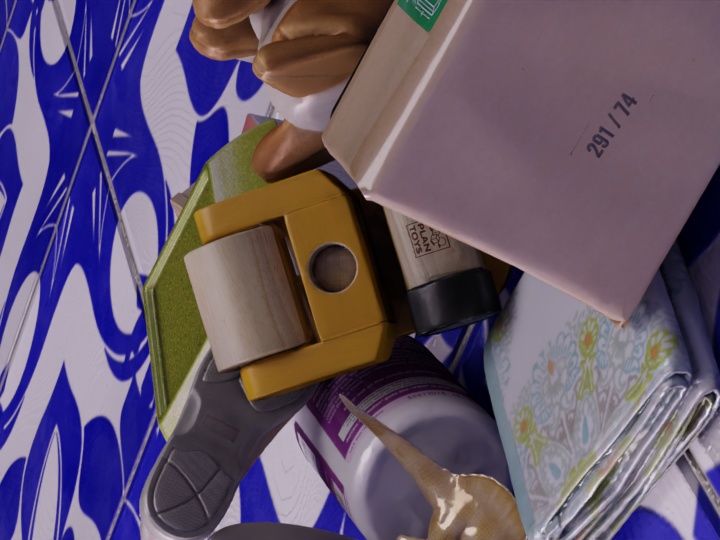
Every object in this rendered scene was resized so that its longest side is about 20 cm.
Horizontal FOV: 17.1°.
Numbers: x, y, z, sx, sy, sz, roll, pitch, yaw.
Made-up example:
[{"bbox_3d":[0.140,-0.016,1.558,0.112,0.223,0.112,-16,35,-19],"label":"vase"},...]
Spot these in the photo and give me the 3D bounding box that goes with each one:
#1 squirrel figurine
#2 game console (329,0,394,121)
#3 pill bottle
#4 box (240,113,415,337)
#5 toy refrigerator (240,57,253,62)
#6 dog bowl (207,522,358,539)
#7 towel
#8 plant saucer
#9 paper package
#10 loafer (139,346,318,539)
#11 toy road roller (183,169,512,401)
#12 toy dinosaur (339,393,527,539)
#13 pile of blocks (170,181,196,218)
[{"bbox_3d":[-0.016,-0.188,1.472,0.142,0.199,0.187,78,170,-65],"label":"squirrel figurine"},{"bbox_3d":[0.090,-0.155,1.400,0.173,0.199,0.119,-59,33,40],"label":"game console"},{"bbox_3d":[0.018,0.104,1.574,0.200,0.112,0.113,-133,57,-63],"label":"pill bottle"},{"bbox_3d":[-0.033,-0.006,1.759,0.200,0.106,0.153,-129,54,-62],"label":"box"},{"bbox_3d":[-0.069,-0.278,2.021,0.070,0.076,0.201,168,112,-66],"label":"toy refrigerator"},{"bbox_3d":[-0.015,0.233,1.473,0.079,0.199,0.200,-70,23,13],"label":"dog bowl"},{"bbox_3d":[0.139,0.052,1.398,0.171,0.048,0.201,-57,30,36],"label":"towel"},{"bbox_3d":[-0.106,0.021,1.719,0.201,0.048,0.200,-102,32,-43],"label":"plant saucer"},{"bbox_3d":[0.105,-0.102,1.291,0.201,0.190,0.103,-60,28,10],"label":"paper package"},{"bbox_3d":[-0.086,0.099,1.538,0.200,0.072,0.063,-57,1,-32],"label":"loafer"},{"bbox_3d":[0.000,0.000,1.526,0.146,0.199,0.124,20,-128,-80],"label":"toy road roller"},{"bbox_3d":[0.062,0.153,1.449,0.200,0.058,0.101,43,138,15],"label":"toy dinosaur"},{"bbox_3d":[-0.081,-0.038,1.975,0.062,0.082,0.200,-40,23,-21],"label":"pile of blocks"}]
